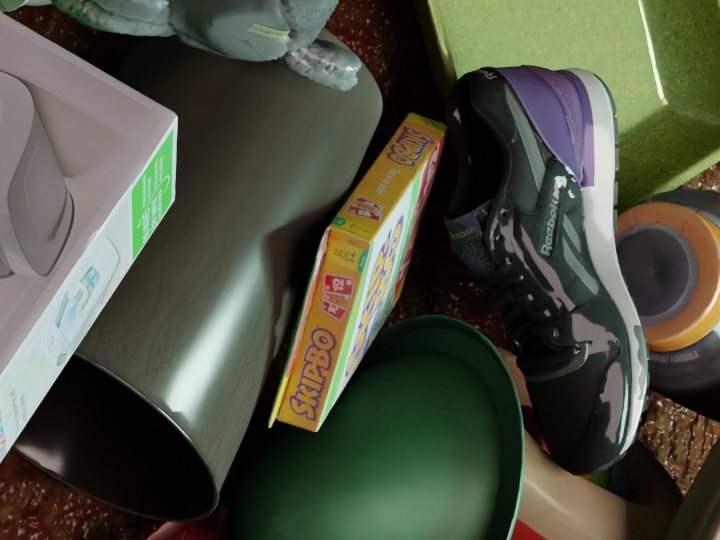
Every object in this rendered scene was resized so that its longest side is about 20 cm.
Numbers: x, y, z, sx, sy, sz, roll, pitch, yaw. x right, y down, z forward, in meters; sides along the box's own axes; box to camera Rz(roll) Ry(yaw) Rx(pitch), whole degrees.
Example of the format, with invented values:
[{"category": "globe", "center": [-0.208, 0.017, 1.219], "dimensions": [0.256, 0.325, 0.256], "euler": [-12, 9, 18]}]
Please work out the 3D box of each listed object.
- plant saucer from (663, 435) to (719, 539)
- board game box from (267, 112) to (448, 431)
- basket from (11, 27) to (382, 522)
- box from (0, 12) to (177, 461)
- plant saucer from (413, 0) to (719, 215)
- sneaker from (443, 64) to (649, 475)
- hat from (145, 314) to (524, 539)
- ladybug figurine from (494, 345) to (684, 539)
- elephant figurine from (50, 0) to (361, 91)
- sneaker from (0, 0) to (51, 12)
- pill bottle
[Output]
[{"category": "plant saucer", "center": [0.186, 0.135, 1.496], "dimensions": [0.200, 0.029, 0.200], "euler": [-52, 158, -31]}, {"category": "board game box", "center": [0.000, 0.000, 1.370], "dimensions": [0.200, 0.030, 0.096], "euler": [-50, 158, -66]}, {"category": "basket", "center": [-0.081, -0.016, 1.313], "dimensions": [0.180, 0.136, 0.200], "euler": [78, 36, -63]}, {"category": "box", "center": [-0.200, -0.024, 1.162], "dimensions": [0.177, 0.200, 0.097], "euler": [-57, 173, -19]}, {"category": "plant saucer", "center": [0.103, -0.120, 1.518], "dimensions": [0.200, 0.048, 0.200], "euler": [-31, 116, -34]}, {"category": "sneaker", "center": [0.077, 0.001, 1.426], "dimensions": [0.087, 0.076, 0.201], "euler": [0, 77, -37]}, {"category": "hat", "center": [-0.046, 0.096, 1.347], "dimensions": [0.176, 0.165, 0.201], "euler": [20, 78, -38]}, {"category": "ladybug figurine", "center": [0.090, 0.107, 1.503], "dimensions": [0.200, 0.136, 0.072], "euler": [30, 113, -34]}, {"category": "elephant figurine", "center": [-0.063, -0.200, 1.250], "dimensions": [0.141, 0.155, 0.200], "euler": [2, 62, -10]}, {"category": "sneaker", "center": [-0.148, -0.213, 1.275], "dimensions": [0.080, 0.076, 0.201], "euler": [-21, 115, -51]}, {"category": "pill bottle", "center": [0.181, 0.019, 1.530], "dimensions": [0.200, 0.106, 0.107], "euler": [24, 80, -64]}]
